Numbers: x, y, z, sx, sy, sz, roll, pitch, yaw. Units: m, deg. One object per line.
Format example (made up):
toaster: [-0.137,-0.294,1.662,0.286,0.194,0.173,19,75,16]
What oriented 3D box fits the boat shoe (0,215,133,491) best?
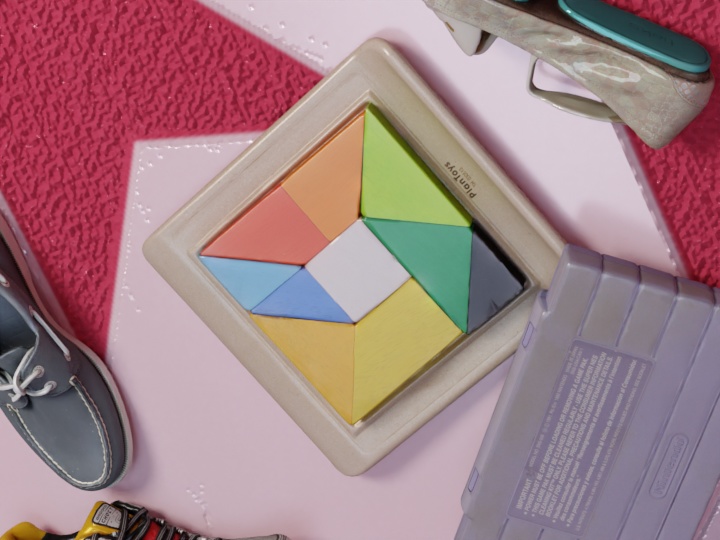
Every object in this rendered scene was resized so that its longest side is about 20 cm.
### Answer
boat shoe: [-0.204,0.052,1.026,0.073,0.062,0.200,-24,102,20]

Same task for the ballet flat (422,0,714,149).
ballet flat: [0.084,-0.124,0.897,0.200,0.067,0.062,30,123,2]

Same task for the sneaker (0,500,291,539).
sneaker: [-0.133,0.180,1.047,0.199,0.078,0.082,-9,106,16]

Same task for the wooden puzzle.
wooden puzzle: [0.000,0.000,0.974,0.200,0.037,0.185,-40,97,22]

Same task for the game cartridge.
game cartridge: [0.137,0.091,0.964,0.129,0.038,0.201,19,115,0]
